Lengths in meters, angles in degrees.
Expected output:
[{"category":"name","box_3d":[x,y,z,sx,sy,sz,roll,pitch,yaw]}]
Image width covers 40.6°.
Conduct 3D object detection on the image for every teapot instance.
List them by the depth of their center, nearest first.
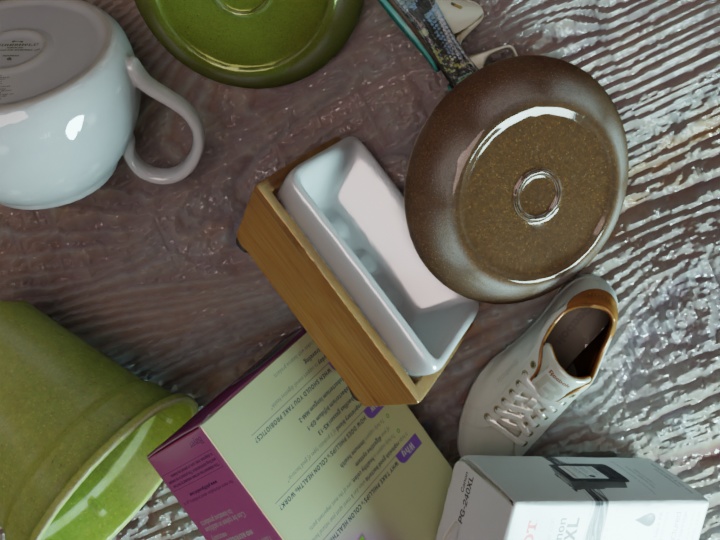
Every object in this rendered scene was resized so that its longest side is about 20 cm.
[{"category":"teapot","box_3d":[-0.262,-0.120,0.802,0.199,0.197,0.148,33,147,33]}]

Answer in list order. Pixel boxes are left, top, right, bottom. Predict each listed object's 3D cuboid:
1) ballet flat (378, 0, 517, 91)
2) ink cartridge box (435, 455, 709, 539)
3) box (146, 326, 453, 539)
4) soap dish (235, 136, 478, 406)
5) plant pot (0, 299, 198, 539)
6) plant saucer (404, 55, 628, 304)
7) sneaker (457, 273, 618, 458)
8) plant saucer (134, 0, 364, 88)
[{"category":"ballet flat","box_3d":[0.085,-0.173,0.780,0.074,0.074,0.201,-35,102,12]},{"category":"ink cartridge box","box_3d":[0.163,0.232,0.783,0.197,0.083,0.148,6,104,-26]},{"category":"box","box_3d":[-0.037,0.168,0.790,0.201,0.176,0.096,53,136,-3]},{"category":"soap dish","box_3d":[0.000,0.000,0.782,0.081,0.157,0.201,-35,94,29]},{"category":"plant pot","box_3d":[-0.273,0.131,0.835,0.183,0.200,0.202,38,103,12]},{"category":"plant saucer","box_3d":[0.132,-0.063,0.762,0.197,0.037,0.204,-6,110,-16]},{"category":"sneaker","box_3d":[0.142,0.094,0.808,0.072,0.085,0.202,32,104,0]},{"category":"plant saucer","box_3d":[-0.093,-0.233,0.772,0.196,0.031,0.203,2,124,3]}]
